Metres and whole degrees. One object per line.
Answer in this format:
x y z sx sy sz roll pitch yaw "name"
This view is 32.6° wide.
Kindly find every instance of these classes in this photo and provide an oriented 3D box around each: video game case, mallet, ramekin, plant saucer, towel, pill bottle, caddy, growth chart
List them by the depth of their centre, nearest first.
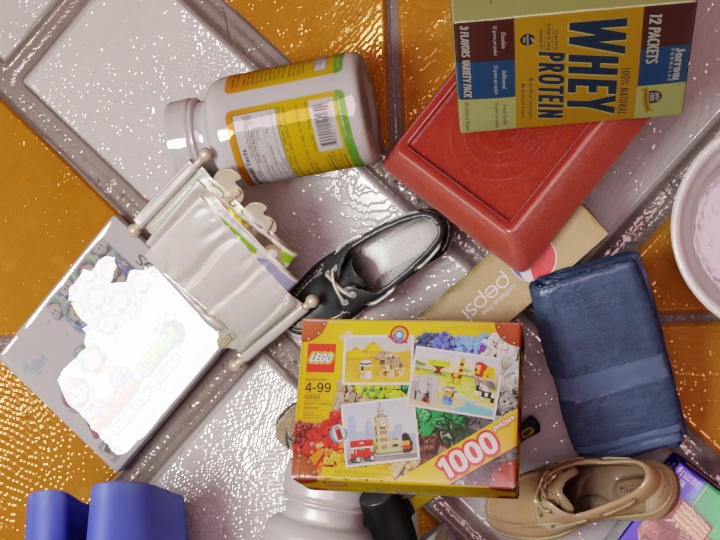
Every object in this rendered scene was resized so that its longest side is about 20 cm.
0.385 -0.038 1.136 0.200 0.098 0.201 0 89 10 "ramekin"
0.232 0.084 1.157 0.111 0.049 0.201 -15 110 10 "towel"
0.141 -0.132 1.176 0.199 0.037 0.200 40 91 30 "plant saucer"
0.086 0.189 1.178 0.200 0.041 0.066 -37 112 -16 "mallet"
-0.043 0.288 1.195 0.114 0.114 0.201 9 88 10 "pill bottle"
-0.244 0.272 1.198 0.141 0.200 0.105 -9 70 12 "caddy"
-0.133 -0.010 1.210 0.144 0.018 0.200 -33 101 21 "growth chart"
-0.087 -0.144 1.219 0.199 0.111 0.112 -9 87 10 "pill bottle"
-0.253 0.076 1.286 0.182 0.024 0.200 41 96 9 "video game case"

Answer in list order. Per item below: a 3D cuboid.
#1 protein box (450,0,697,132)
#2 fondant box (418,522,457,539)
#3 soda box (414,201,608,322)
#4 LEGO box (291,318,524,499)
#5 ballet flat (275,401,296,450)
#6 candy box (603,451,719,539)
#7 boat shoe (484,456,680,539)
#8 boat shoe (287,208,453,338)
0.181 -0.247 1.110 0.199 0.135 0.199 -4 53 5 "protein box"
0.106 0.344 1.152 0.058 0.144 0.200 -36 82 7 "fondant box"
0.145 0.010 1.193 0.200 0.068 0.064 -43 82 7 "soda box"
0.047 0.125 1.118 0.199 0.077 0.150 0 73 11 "LEGO box"
0.007 0.148 1.210 0.199 0.075 0.068 1 75 11 "ballet flat"
0.302 0.302 1.152 0.169 0.077 0.200 37 96 9 "candy box"
0.193 0.205 1.148 0.199 0.064 0.072 -20 57 34 "boat shoe"
0.000 0.000 1.224 0.200 0.060 0.076 -37 83 7 "boat shoe"
